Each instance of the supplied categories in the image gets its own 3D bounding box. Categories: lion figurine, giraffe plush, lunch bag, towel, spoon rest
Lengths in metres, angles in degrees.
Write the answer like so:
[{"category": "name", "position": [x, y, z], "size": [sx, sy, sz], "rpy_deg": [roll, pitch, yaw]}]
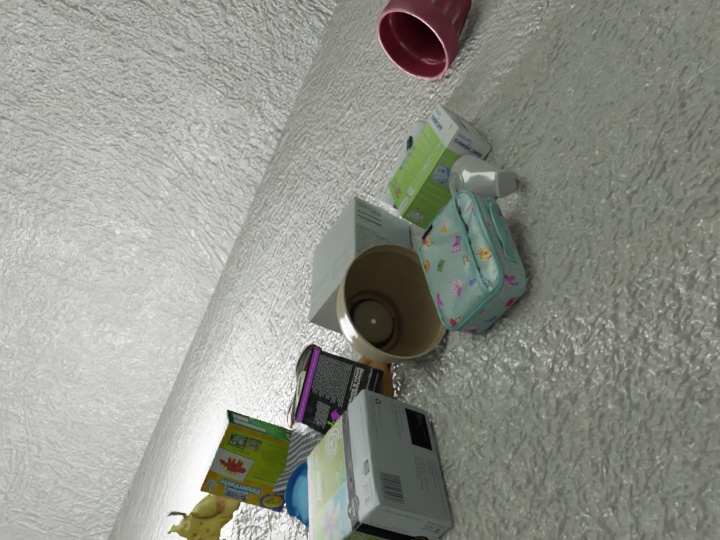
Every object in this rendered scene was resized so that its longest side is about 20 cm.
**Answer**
[{"category": "lion figurine", "position": [0.032, 0.199, 1.152], "size": [0.122, 0.072, 0.203], "rpy_deg": [-38, 49, 33]}, {"category": "giraffe plush", "position": [-0.380, 0.676, 1.558], "size": [0.174, 0.198, 0.163], "rpy_deg": [-53, 55, 23]}, {"category": "lunch bag", "position": [0.169, -0.019, 0.955], "size": [0.161, 0.076, 0.203], "rpy_deg": [-53, 41, 43]}, {"category": "towel", "position": [-0.096, 0.374, 1.243], "size": [0.200, 0.084, 0.169], "rpy_deg": [-40, 34, 49]}, {"category": "spoon rest", "position": [0.209, -0.149, 1.056], "size": [0.200, 0.059, 0.102], "rpy_deg": [-154, 56, -71]}]

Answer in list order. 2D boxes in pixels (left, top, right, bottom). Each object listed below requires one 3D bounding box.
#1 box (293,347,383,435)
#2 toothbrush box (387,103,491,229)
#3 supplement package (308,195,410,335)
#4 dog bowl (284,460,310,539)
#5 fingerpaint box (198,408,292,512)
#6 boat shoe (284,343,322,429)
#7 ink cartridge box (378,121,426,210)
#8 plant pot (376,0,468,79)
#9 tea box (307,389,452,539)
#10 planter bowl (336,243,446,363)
[{"category": "box", "position": [-0.044, 0.234, 1.146], "size": [0.198, 0.036, 0.146], "rpy_deg": [7, 81, 54]}, {"category": "toothbrush box", "position": [0.149, -0.201, 1.212], "size": [0.202, 0.085, 0.147], "rpy_deg": [-59, 23, 23]}, {"category": "supplement package", "position": [0.000, 0.000, 1.286], "size": [0.192, 0.145, 0.203], "rpy_deg": [-49, 29, 38]}, {"category": "dog bowl", "position": [-0.059, 0.430, 1.061], "size": [0.111, 0.049, 0.202], "rpy_deg": [-40, 54, 18]}, {"category": "fingerpaint box", "position": [-0.238, 0.425, 1.372], "size": [0.170, 0.197, 0.073], "rpy_deg": [-65, 21, 5]}, {"category": "boat shoe", "position": [-0.120, 0.270, 1.416], "size": [0.062, 0.070, 0.204], "rpy_deg": [-5, 67, 58]}, {"category": "ink cartridge box", "position": [0.099, -0.244, 1.425], "size": [0.203, 0.043, 0.173], "rpy_deg": [-66, 23, 5]}, {"category": "plant pot", "position": [0.162, -0.580, 1.424], "size": [0.181, 0.199, 0.199], "rpy_deg": [-56, 19, -16]}, {"category": "tea box", "position": [0.018, 0.335, 0.950], "size": [0.198, 0.132, 0.202], "rpy_deg": [-55, 26, 29]}, {"category": "planter bowl", "position": [0.040, 0.074, 1.082], "size": [0.135, 0.196, 0.204], "rpy_deg": [131, 153, -58]}]
